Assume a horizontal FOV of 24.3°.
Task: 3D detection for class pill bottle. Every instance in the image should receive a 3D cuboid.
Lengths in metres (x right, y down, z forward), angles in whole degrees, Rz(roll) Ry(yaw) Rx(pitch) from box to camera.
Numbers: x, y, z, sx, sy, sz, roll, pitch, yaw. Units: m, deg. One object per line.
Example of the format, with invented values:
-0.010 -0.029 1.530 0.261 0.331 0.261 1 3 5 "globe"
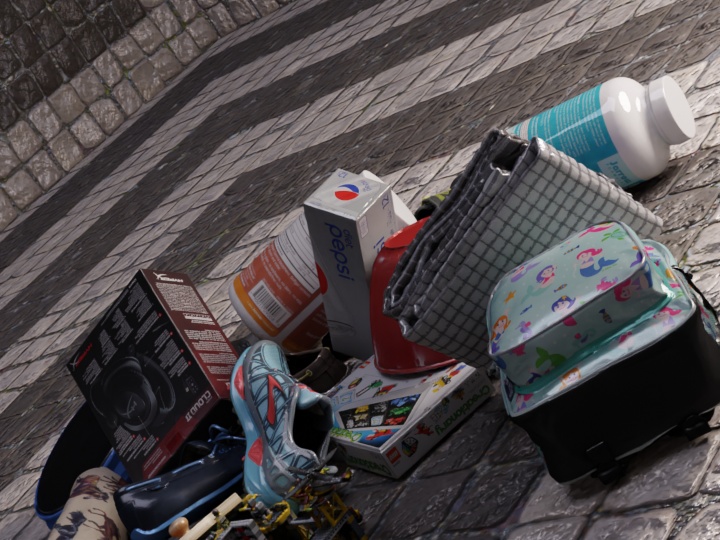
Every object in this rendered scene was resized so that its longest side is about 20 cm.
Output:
0.244 -0.130 1.739 0.199 0.111 0.111 -25 19 29 "pill bottle"
-0.037 -0.009 1.791 0.200 0.112 0.112 -43 15 12 "pill bottle"

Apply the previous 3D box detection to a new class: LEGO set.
-0.095 0.228 1.378 0.200 0.116 0.153 -44 19 -30 "LEGO set"

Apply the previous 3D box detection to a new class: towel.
0.133 -0.012 1.421 0.201 0.165 0.086 -57 33 14 "towel"

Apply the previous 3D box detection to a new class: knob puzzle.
-0.187 0.259 1.473 0.219 0.030 0.220 -42 -5 -4 "knob puzzle"

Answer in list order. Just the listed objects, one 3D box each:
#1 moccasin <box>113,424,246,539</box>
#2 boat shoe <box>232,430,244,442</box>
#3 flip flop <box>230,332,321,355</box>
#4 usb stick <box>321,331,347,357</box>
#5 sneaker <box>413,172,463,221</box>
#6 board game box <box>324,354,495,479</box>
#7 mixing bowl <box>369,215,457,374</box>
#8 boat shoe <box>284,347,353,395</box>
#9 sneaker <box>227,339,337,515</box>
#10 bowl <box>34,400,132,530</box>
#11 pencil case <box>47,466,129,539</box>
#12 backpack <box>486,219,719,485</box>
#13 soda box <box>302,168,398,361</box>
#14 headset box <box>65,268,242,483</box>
-0.146 0.187 1.588 0.199 0.068 0.081 -26 -21 -43 "moccasin"
-0.183 0.138 1.793 0.200 0.072 0.072 33 105 41 "boat shoe"
-0.133 0.110 1.879 0.199 0.058 0.081 -24 46 -4 "flip flop"
0.029 0.026 1.851 0.200 0.033 0.055 -46 13 -33 "usb stick"
0.101 -0.067 1.838 0.200 0.084 0.075 -87 10 -69 "sneaker"
0.026 0.130 1.565 0.126 0.035 0.200 -40 17 -19 "board game box"
0.086 0.006 1.602 0.199 0.109 0.200 -21 12 5 "mixing bowl"
-0.077 0.115 1.755 0.072 0.060 0.200 -45 20 -29 "boat shoe"
-0.060 0.137 1.558 0.095 0.079 0.201 -37 43 24 "sneaker"
-0.291 0.201 1.850 0.200 0.039 0.201 -42 25 25 "bowl"
-0.271 0.280 1.642 0.077 0.090 0.200 -2 23 6 "pencil case"
0.187 0.053 1.306 0.177 0.151 0.200 -31 12 13 "backpack"
0.000 0.000 1.681 0.068 0.201 0.063 19 49 30 "soda box"
-0.197 0.122 1.712 0.077 0.200 0.149 6 -50 -52 "headset box"
